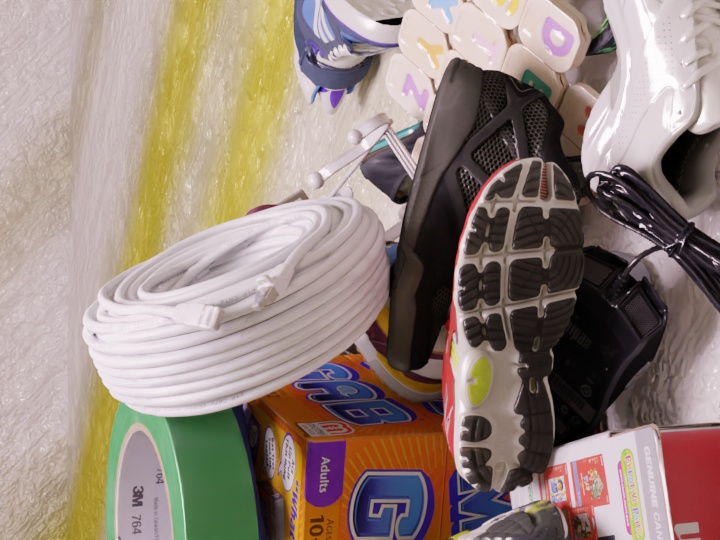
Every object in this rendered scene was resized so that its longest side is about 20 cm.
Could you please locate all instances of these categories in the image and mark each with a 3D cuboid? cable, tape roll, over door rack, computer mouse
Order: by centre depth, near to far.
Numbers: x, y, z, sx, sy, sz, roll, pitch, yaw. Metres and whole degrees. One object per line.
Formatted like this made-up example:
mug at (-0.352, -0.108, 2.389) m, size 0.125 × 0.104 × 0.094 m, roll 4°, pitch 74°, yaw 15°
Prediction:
computer mouse at (0.167, 0.043, 0.795) m, size 0.140 × 0.046 × 0.201 m, roll 39°, pitch 133°, yaw 24°
cable at (-0.074, 0.017, 0.849) m, size 0.199 × 0.200 × 0.070 m, roll -7°, pitch 111°, yaw 43°
tape roll at (-0.120, 0.173, 0.884) m, size 0.200 × 0.048 × 0.202 m, roll 179°, pitch 90°, yaw -66°
over door rack at (0.019, -0.018, 1.048) m, size 0.148 × 0.066 × 0.200 m, roll 57°, pitch 163°, yaw 7°

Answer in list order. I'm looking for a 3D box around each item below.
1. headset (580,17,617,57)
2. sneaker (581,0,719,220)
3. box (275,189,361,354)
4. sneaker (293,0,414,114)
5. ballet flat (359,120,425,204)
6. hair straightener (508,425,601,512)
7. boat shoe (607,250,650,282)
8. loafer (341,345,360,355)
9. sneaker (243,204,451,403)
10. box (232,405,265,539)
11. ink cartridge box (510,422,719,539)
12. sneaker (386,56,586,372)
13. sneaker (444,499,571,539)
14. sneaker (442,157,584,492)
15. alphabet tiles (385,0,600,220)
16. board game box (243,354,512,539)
headset at (0.113, -0.228, 0.878) m, size 0.201 × 0.093 × 0.124 m, roll 63°, pitch 148°, yaw 27°
sneaker at (0.184, -0.119, 0.750) m, size 0.099 × 0.077 × 0.201 m, roll 42°, pitch 138°, yaw 53°
box at (-0.013, 0.018, 1.125) m, size 0.121 × 0.032 × 0.200 m, roll 56°, pitch 176°, yaw 17°
sneaker at (-0.005, -0.197, 1.216) m, size 0.200 × 0.080 × 0.147 m, roll -126°, pitch 32°, yaw -50°
ballet flat at (0.067, -0.097, 1.051) m, size 0.200 × 0.073 × 0.074 m, roll -28°, pitch 64°, yaw 58°
hair straightener at (0.123, 0.168, 0.889) m, size 0.041 × 0.076 × 0.202 m, roll 169°, pitch 100°, yaw -66°
boat shoe at (0.118, 0.036, 0.911) m, size 0.200 × 0.066 × 0.074 m, roll 144°, pitch 123°, yaw -64°
loafer at (-0.026, 0.099, 1.270) m, size 0.200 × 0.071 × 0.074 m, roll -150°, pitch 62°, yaw -65°
sneaker at (0.000, 0.000, 0.957) m, size 0.200 × 0.075 × 0.090 m, roll 37°, pitch 138°, yaw 17°
box at (-0.107, 0.170, 0.970) m, size 0.200 × 0.032 × 0.122 m, roll 122°, pitch 141°, yaw -53°
ink cartridge box at (0.167, 0.193, 0.768) m, size 0.176 × 0.083 × 0.201 m, roll 144°, pitch 122°, yaw -65°
sneaker at (0.081, -0.024, 0.860) m, size 0.076 × 0.113 × 0.201 m, roll 83°, pitch -156°, yaw -86°
sneaker at (0.080, 0.193, 0.805) m, size 0.085 × 0.074 × 0.200 m, roll 65°, pitch 158°, yaw 9°
sneaker at (0.075, 0.028, 0.797) m, size 0.085 × 0.076 × 0.201 m, roll -131°, pitch 46°, yaw -67°
alphabet tiles at (0.090, -0.113, 0.931) m, size 0.196 × 0.015 × 0.201 m, roll 45°, pitch 141°, yaw 25°
board game box at (0.015, 0.183, 0.998) m, size 0.200 × 0.198 × 0.202 m, roll -151°, pitch 63°, yaw -65°
